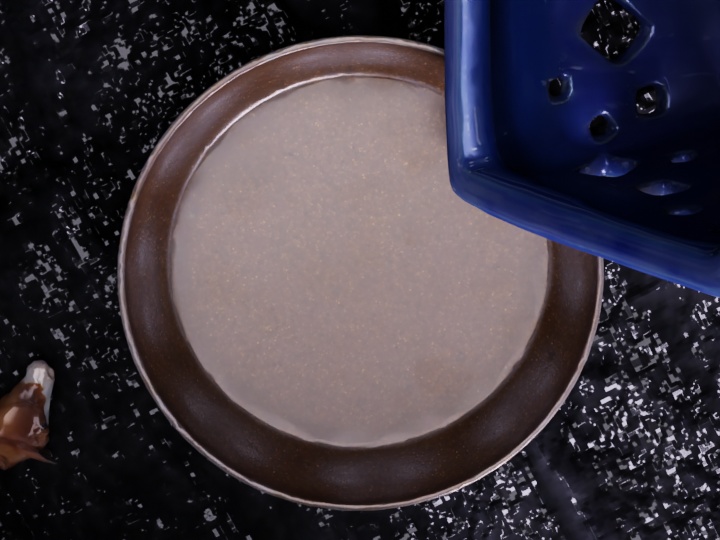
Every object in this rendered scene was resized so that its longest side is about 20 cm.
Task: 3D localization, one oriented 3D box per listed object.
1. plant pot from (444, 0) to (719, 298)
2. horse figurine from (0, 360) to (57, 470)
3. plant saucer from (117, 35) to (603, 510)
[{"bbox_3d":[0.153,-0.113,0.720,0.179,0.200,0.201,-8,107,-26],"label":"plant pot"},{"bbox_3d":[-0.206,0.025,0.792,0.199,0.050,0.133,-9,111,-45],"label":"horse figurine"},{"bbox_3d":[0.000,0.000,0.837,0.199,0.035,0.202,0,106,-1],"label":"plant saucer"}]
